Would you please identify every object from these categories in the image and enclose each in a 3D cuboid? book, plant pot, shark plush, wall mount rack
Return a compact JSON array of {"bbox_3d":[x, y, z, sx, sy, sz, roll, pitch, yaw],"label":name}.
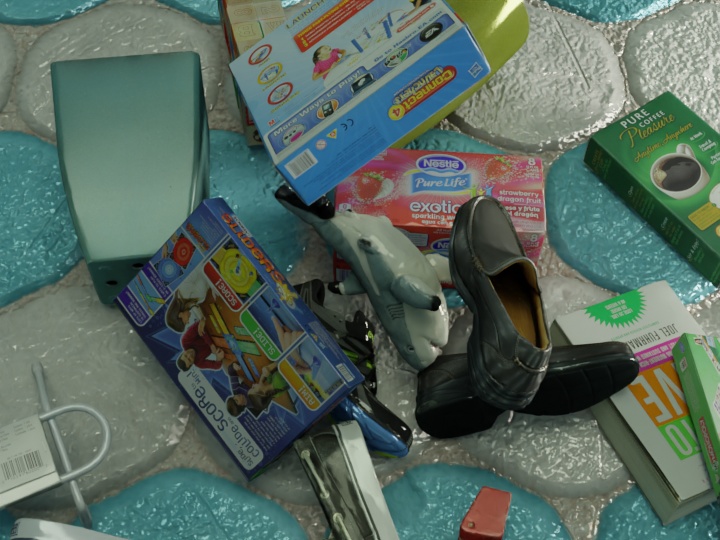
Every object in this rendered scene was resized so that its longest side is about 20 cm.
[{"bbox_3d":[0.275,0.111,1.025,0.132,0.048,0.201,-18,57,-21],"label":"book"},{"bbox_3d":[-0.211,-0.080,1.081,0.139,0.142,0.202,-6,63,-6],"label":"plant pot"},{"bbox_3d":[0.000,0.000,0.995,0.199,0.084,0.091,35,29,-6],"label":"shark plush"},{"bbox_3d":[0.044,-0.220,1.177,0.186,0.188,0.201,32,74,19],"label":"plant pot"},{"bbox_3d":[-0.311,0.156,0.955,0.198,0.075,0.175,-20,62,-15],"label":"wall mount rack"}]

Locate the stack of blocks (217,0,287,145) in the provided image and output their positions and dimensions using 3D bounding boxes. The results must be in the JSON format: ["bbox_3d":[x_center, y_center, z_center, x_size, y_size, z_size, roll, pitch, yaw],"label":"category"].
[{"bbox_3d":[-0.112,-0.246,1.209,0.058,0.116,0.201,-10,51,-9],"label":"stack of blocks"}]

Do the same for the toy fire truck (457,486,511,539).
[{"bbox_3d":[0.127,0.285,0.892,0.139,0.049,0.201,17,57,10],"label":"toy fire truck"}]

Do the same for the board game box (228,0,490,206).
[{"bbox_3d":[-0.008,-0.182,1.024,0.199,0.056,0.197,-35,39,7],"label":"board game box"}]

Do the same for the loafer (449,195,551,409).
[{"bbox_3d":[0.123,0.012,0.942,0.072,0.072,0.202,8,51,-23],"label":"loafer"}]

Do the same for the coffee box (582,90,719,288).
[{"bbox_3d":[0.338,-0.088,1.160,0.122,0.044,0.200,-31,62,-22],"label":"coffee box"}]

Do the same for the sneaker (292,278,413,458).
[{"bbox_3d":[-0.013,0.081,1.014,0.082,0.071,0.200,-30,58,-14],"label":"sneaker"}]

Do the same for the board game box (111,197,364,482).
[{"bbox_3d":[-0.107,0.058,0.966,0.201,0.135,0.034,51,24,9],"label":"board game box"}]

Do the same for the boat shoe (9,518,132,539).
[{"bbox_3d":[-0.179,0.255,0.877,0.200,0.075,0.087,16,64,-12],"label":"boat shoe"}]

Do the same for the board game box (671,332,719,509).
[{"bbox_3d":[0.353,0.146,0.967,0.133,0.029,0.202,6,48,-13],"label":"board game box"}]

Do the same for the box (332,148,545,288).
[{"bbox_3d":[0.073,-0.049,1.090,0.197,0.100,0.096,3,55,1],"label":"box"}]

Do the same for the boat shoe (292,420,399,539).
[{"bbox_3d":[-0.002,0.223,0.911,0.063,0.071,0.202,-17,66,-10],"label":"boat shoe"}]

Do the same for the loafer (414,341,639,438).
[{"bbox_3d":[0.141,0.086,0.995,0.197,0.073,0.073,-11,49,9],"label":"loafer"}]
